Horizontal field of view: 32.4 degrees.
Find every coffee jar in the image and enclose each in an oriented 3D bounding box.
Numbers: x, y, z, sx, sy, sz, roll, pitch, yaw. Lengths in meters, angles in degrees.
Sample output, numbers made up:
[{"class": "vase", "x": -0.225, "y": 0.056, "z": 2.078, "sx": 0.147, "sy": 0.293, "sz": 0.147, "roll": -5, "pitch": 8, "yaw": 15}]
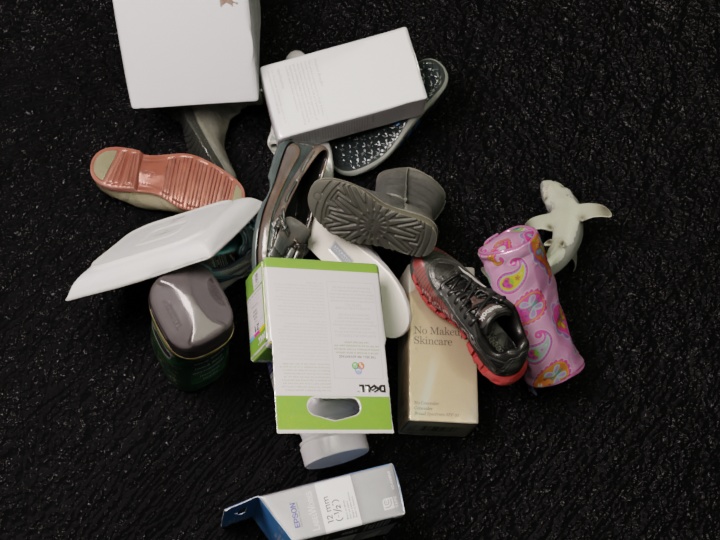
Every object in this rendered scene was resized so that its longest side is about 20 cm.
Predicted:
[{"class": "coffee jar", "x": -0.200, "y": 0.068, "z": 1.459, "sx": 0.084, "sy": 0.200, "sz": 0.105, "roll": -27, "pitch": 77, "yaw": -16}]

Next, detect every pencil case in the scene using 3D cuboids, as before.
[{"class": "pencil case", "x": 0.212, "y": 0.048, "z": 1.546, "sx": 0.087, "sy": 0.087, "sz": 0.203, "roll": -27, "pitch": 108, "yaw": -17}]

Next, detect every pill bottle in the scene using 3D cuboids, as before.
[{"class": "pill bottle", "x": -0.053, "y": 0.132, "z": 1.507, "sx": 0.109, "sy": 0.111, "sz": 0.203, "roll": -12, "pitch": 73, "yaw": -12}]

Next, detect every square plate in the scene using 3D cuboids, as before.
[{"class": "square plate", "x": -0.230, "y": -0.033, "z": 1.466, "sx": 0.197, "sy": 0.198, "sz": 0.029, "roll": -15, "pitch": 107, "yaw": 19}]

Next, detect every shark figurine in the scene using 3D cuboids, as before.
[{"class": "shark figurine", "x": 0.256, "y": -0.018, "z": 1.628, "sx": 0.127, "sy": 0.090, "sz": 0.216, "roll": 13, "pitch": 56, "yaw": 33}]

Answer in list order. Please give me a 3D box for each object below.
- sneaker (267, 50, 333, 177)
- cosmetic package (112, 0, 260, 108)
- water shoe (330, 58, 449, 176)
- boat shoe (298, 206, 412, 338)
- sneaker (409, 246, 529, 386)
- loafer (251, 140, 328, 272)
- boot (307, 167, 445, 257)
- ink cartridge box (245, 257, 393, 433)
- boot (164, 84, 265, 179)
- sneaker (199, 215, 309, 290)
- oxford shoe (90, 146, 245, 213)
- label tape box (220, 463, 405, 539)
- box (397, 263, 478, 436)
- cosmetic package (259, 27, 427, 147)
[{"class": "sneaker", "x": -0.086, "y": -0.198, "z": 1.641, "sx": 0.079, "sy": 0.071, "sz": 0.204, "roll": -7, "pitch": 73, "yaw": -8}, {"class": "cosmetic package", "x": -0.213, "y": -0.332, "z": 1.567, "sx": 0.163, "sy": 0.169, "sz": 0.202, "roll": -3, "pitch": 39, "yaw": -1}, {"class": "water shoe", "x": 0.046, "y": -0.195, "z": 1.661, "sx": 0.199, "sy": 0.079, "sz": 0.072, "roll": -41, "pitch": 76, "yaw": 7}, {"class": "boat shoe", "x": 0.000, "y": 0.000, "z": 1.544, "sx": 0.200, "sy": 0.068, "sz": 0.072, "roll": 44, "pitch": 110, "yaw": 18}, {"class": "sneaker", "x": 0.136, "y": 0.043, "z": 1.490, "sx": 0.070, "sy": 0.098, "sz": 0.201, "roll": -35, "pitch": 79, "yaw": -17}, {"class": "loafer", "x": -0.084, "y": -0.066, "z": 1.505, "sx": 0.062, "sy": 0.072, "sz": 0.203, "roll": -1, "pitch": 69, "yaw": 27}, {"class": "boot", "x": 0.026, "y": -0.093, "z": 1.559, "sx": 0.180, "sy": 0.073, "sz": 0.201, "roll": 25, "pitch": 26, "yaw": -7}, {"class": "ink cartridge box", "x": -0.049, "y": 0.095, "z": 1.416, "sx": 0.145, "sy": 0.076, "sz": 0.203, "roll": 3, "pitch": 68, "yaw": -23}, {"class": "boot", "x": -0.177, "y": -0.208, "z": 1.635, "sx": 0.129, "sy": 0.068, "sz": 0.202, "roll": -25, "pitch": 78, "yaw": -22}, {"class": "sneaker", "x": -0.134, "y": -0.032, "z": 1.565, "sx": 0.198, "sy": 0.086, "sz": 0.078, "roll": -28, "pitch": 77, "yaw": -16}, {"class": "oxford shoe", "x": -0.242, "y": -0.108, "z": 1.581, "sx": 0.197, "sy": 0.074, "sz": 0.072, "roll": 16, "pitch": 71, "yaw": 1}, {"class": "label tape box", "x": -0.058, "y": 0.288, "z": 1.434, "sx": 0.197, "sy": 0.144, "sz": 0.067, "roll": -13, "pitch": 72, "yaw": -13}, {"class": "box", "x": 0.096, "y": 0.100, "z": 1.558, "sx": 0.093, "sy": 0.078, "sz": 0.203, "roll": 2, "pitch": 71, "yaw": -8}, {"class": "cosmetic package", "x": -0.022, "y": -0.229, "z": 1.582, "sx": 0.197, "sy": 0.074, "sz": 0.103, "roll": -14, "pitch": 80, "yaw": -4}]
